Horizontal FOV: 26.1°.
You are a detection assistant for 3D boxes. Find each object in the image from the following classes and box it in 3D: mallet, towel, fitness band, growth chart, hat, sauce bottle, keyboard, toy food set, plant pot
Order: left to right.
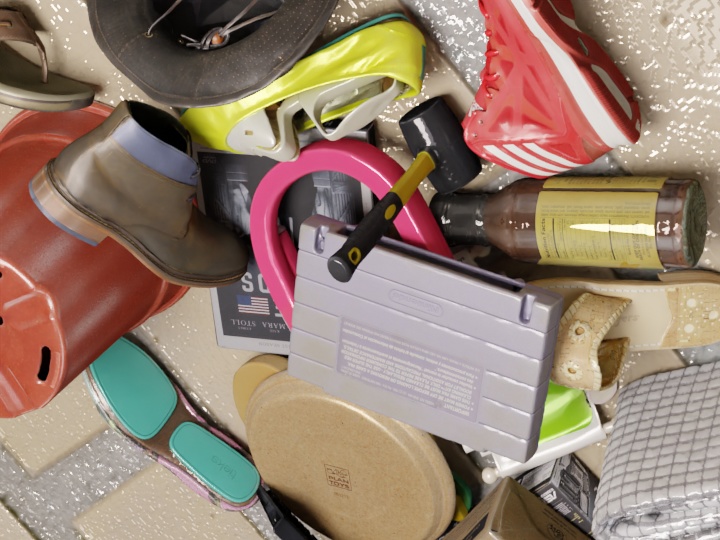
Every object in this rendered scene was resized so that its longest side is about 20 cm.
[{"bbox_3d":[-0.248,-0.001,1.192,0.198,0.196,0.203,10,121,16],"label":"plant pot"},{"bbox_3d":[-0.087,-0.184,1.079,0.198,0.203,0.081,-2,156,22],"label":"hat"},{"bbox_3d":[-0.009,0.153,1.265,0.198,0.049,0.200,-3,124,35],"label":"toy food set"},{"bbox_3d":[-0.006,0.254,1.295,0.040,0.104,0.200,-41,117,0],"label":"keyboard"},{"bbox_3d":[0.000,0.000,1.149,0.142,0.037,0.202,-22,101,31],"label":"fitness band"},{"bbox_3d":[0.031,-0.043,1.060,0.041,0.201,0.066,-22,116,37],"label":"mallet"},{"bbox_3d":[0.104,0.071,1.192,0.144,0.018,0.201,-33,103,21],"label":"growth chart"},{"bbox_3d":[0.143,-0.036,1.099,0.198,0.065,0.065,4,120,30],"label":"sauce bottle"},{"bbox_3d":[0.270,0.133,1.088,0.198,0.166,0.086,-16,115,29],"label":"towel"}]

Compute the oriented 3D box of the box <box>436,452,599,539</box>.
[{"bbox_3d":[0.145,0.257,1.275,0.158,0.050,0.200,45,124,-8],"label":"box"}]

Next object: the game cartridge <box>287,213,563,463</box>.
[{"bbox_3d":[0.042,0.048,1.103,0.198,0.038,0.131,19,122,24],"label":"game cartridge"}]

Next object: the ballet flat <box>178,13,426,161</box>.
[{"bbox_3d":[-0.042,-0.116,1.103,0.198,0.067,0.068,-21,67,18],"label":"ballet flat"}]

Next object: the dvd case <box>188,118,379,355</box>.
[{"bbox_3d":[-0.053,-0.024,1.207,0.148,0.025,0.202,5,119,19],"label":"dvd case"}]

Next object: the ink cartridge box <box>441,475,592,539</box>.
[{"bbox_3d":[0.138,0.283,1.217,0.199,0.075,0.165,37,124,-4],"label":"ink cartridge box"}]

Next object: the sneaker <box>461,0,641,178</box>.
[{"bbox_3d":[0.093,-0.143,1.052,0.115,0.078,0.201,-29,104,30],"label":"sneaker"}]

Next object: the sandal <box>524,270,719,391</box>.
[{"bbox_3d":[0.169,0.049,1.088,0.209,0.070,0.079,-10,117,-1],"label":"sandal"}]

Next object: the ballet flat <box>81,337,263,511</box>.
[{"bbox_3d":[-0.168,0.136,1.325,0.200,0.069,0.071,42,151,-5],"label":"ballet flat"}]

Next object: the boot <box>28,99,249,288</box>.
[{"bbox_3d":[-0.132,-0.052,1.124,0.097,0.075,0.199,-43,141,23],"label":"boot"}]

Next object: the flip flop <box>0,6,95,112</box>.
[{"bbox_3d":[-0.289,-0.183,1.185,0.199,0.081,0.058,35,110,6],"label":"flip flop"}]
